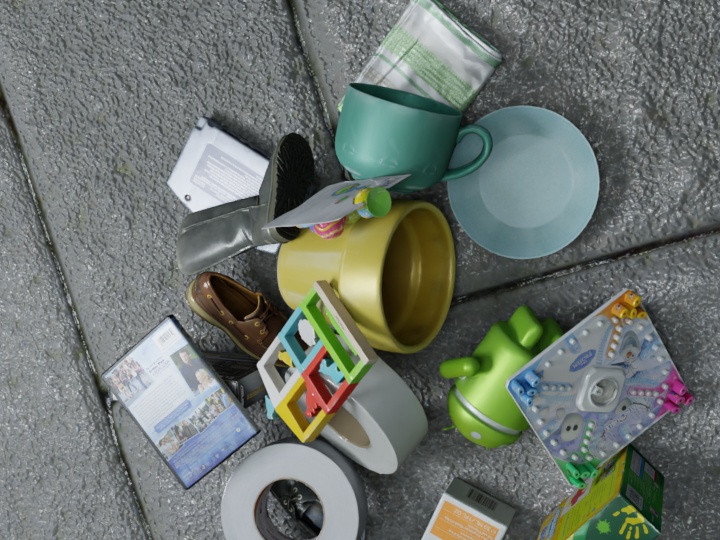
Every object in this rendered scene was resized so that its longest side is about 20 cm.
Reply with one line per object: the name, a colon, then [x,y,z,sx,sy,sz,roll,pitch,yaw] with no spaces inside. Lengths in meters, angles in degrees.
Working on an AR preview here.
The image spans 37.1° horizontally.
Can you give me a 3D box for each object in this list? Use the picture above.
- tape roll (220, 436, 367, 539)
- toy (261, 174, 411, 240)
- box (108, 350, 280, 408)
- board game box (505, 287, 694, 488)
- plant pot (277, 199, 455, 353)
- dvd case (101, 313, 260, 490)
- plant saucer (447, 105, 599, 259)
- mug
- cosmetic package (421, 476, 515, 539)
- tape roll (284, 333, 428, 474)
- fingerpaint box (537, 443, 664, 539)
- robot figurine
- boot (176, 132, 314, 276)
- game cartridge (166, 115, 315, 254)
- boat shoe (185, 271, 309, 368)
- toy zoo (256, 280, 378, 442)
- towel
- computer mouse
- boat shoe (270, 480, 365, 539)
tape roll: [-0.092,0.337,1.512,0.200,0.066,0.201,0,90,11]
toy: [-0.026,-0.069,1.320,0.200,0.115,0.047,-7,114,59]
box: [-0.235,0.155,1.539,0.199,0.158,0.048,4,98,17]
board game box: [0.307,0.153,1.350,0.200,0.026,0.200,-37,118,-4]
plant pot: [0.000,0.000,1.433,0.189,0.201,0.201,7,101,33]
dvd case: [-0.245,0.179,1.453,0.143,0.018,0.200,-40,85,19]
plant saucer: [0.216,-0.117,1.418,0.200,0.039,0.202,3,100,17]
mug: [0.056,-0.160,1.374,0.185,0.152,0.115,26,109,31]
cosmetic package: [0.128,0.406,1.508,0.101,0.071,0.200,26,106,12]
tape roll: [-0.006,0.182,1.454,0.202,0.203,0.071,40,64,8]
fingerpaint box: [0.304,0.327,1.371,0.073,0.200,0.167,45,108,6]
robot figurine: [0.193,0.148,1.423,0.175,0.116,0.200,26,107,-20]
boot: [-0.163,-0.089,1.488,0.200,0.073,0.182,-18,48,43]
game cartridge: [-0.176,-0.116,1.545,0.200,0.041,0.133,33,103,11]
boat shoe: [-0.152,0.069,1.514,0.200,0.072,0.068,35,146,-13]
toy zoo: [-0.066,0.127,1.369,0.131,0.020,0.200,55,127,27]
towel: [0.076,-0.254,1.446,0.149,0.031,0.200,41,108,9]
computer mouse: [0.327,0.156,1.396,0.140,0.046,0.200,41,81,-32]
boat shoe: [-0.078,0.339,1.570,0.200,0.057,0.069,38,108,9]
